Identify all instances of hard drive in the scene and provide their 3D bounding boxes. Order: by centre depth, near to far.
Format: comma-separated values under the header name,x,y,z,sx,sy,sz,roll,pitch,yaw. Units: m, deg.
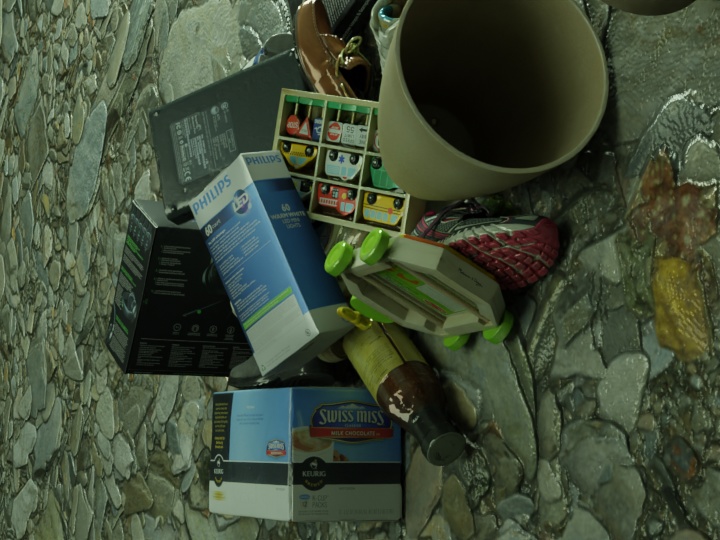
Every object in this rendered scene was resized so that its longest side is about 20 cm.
name,x,y,z,sx,sy,sz,roll,pitch,yaw
hard drive,-0.136,-0.150,1.640,0.198,0.033,0.141,-21,67,19

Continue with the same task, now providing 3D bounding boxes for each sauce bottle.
name,x,y,z,sx,sy,sz,roll,pitch,yaw
sauce bottle,0.040,0.111,1.430,0.200,0.065,0.066,58,135,49

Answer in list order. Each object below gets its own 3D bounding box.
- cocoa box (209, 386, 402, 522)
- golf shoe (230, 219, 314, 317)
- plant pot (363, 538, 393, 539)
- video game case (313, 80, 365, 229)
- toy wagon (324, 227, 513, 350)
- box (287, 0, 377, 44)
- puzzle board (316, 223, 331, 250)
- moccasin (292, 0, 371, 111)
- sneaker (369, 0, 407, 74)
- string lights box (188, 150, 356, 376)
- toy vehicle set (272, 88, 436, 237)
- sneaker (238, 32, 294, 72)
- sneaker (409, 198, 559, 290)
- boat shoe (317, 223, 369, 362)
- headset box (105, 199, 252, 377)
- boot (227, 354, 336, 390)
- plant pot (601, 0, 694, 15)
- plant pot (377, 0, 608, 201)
name,x,y,z,sx,sy,sz,roll,pitch,yaw
cocoa box,-0.060,0.189,1.533,0.199,0.132,0.133,-11,76,60
golf shoe,-0.121,-0.026,1.652,0.078,0.097,0.201,-52,-5,-42
plant pot,0.016,0.376,1.351,0.176,0.198,0.201,96,158,-46
video game case,-0.049,-0.117,1.654,0.200,0.019,0.144,-36,48,56
toy wagon,0.042,0.020,1.354,0.199,0.154,0.040,-16,46,60
box,-0.021,-0.328,1.631,0.200,0.036,0.144,-48,46,47
puzzle board,-0.038,0.008,1.637,0.199,0.017,0.153,0,86,61
moccasin,-0.018,-0.202,1.550,0.077,0.074,0.203,-26,60,16
sneaker,0.045,-0.223,1.447,0.077,0.080,0.202,54,137,48
string lights box,-0.091,-0.008,1.493,0.103,0.059,0.202,-36,72,41
toy vehicle set,-0.012,-0.108,1.471,0.199,0.026,0.126,14,98,43
sneaker,-0.123,-0.173,1.734,0.115,0.080,0.201,-3,68,68
sneaker,0.102,-0.030,1.329,0.199,0.080,0.075,-7,54,54
boat shoe,0.000,0.000,1.511,0.065,0.072,0.202,17,94,41
headset box,-0.196,0.017,1.761,0.093,0.173,0.202,42,123,54
boot,-0.078,0.066,1.636,0.199,0.069,0.133,-16,65,53
plant pot,0.223,-0.280,1.049,0.174,0.198,0.202,108,152,-57
plant pot,0.090,-0.138,1.285,0.200,0.185,0.189,132,135,-67
